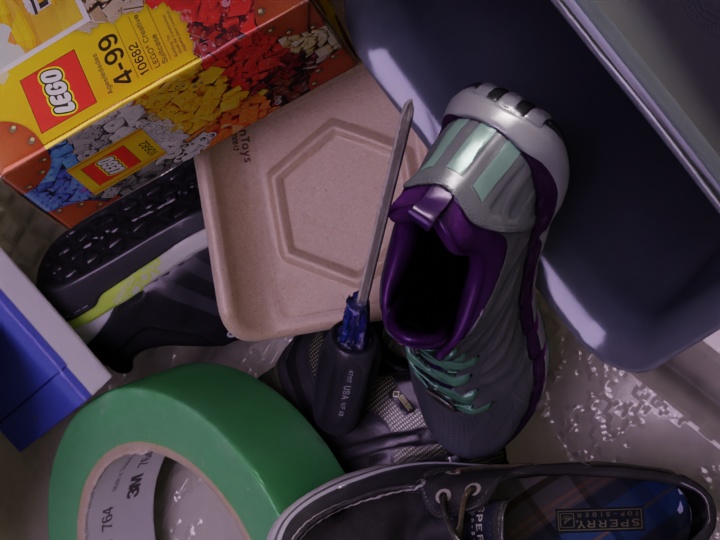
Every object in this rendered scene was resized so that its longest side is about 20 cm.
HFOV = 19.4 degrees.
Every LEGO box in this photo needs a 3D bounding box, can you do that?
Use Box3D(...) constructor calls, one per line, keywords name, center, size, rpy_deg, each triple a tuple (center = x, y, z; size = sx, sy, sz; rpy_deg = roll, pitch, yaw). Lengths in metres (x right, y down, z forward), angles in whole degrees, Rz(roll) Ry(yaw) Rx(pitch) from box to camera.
Box3D(name="LEGO box", center=(-0.112, -0.145, 0.902), size=(0.148, 0.077, 0.201), rpy_deg=(-29, 68, 7))

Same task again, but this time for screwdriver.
Box3D(name="screwdriver", center=(0.000, 0.000, 0.888), size=(0.029, 0.028, 0.201), rpy_deg=(24, 137, 16))

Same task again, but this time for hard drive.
Box3D(name="hard drive", center=(-0.213, -0.003, 1.041), size=(0.200, 0.025, 0.132), rpy_deg=(49, 153, -4))

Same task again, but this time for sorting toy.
Box3D(name="sorting toy", center=(0.022, -0.074, 0.946), size=(0.198, 0.036, 0.187), rpy_deg=(-10, 87, 0))

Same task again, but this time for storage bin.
Box3D(name="storage bin", center=(0.111, -0.080, 0.871), size=(0.201, 0.134, 0.146), rpy_deg=(52, 149, 2))

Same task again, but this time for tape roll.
Box3D(name="tape roll", center=(-0.072, 0.147, 1.006), size=(0.199, 0.048, 0.202), rpy_deg=(19, 118, 42))

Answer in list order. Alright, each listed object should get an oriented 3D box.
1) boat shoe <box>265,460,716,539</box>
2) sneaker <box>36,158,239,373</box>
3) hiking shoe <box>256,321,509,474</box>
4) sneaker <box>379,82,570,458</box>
Box3D(name="boat shoe", center=(0.059, 0.114, 0.903), size=(0.198, 0.066, 0.071), rpy_deg=(0, 78, -9))
Box3D(name="sneaker", center=(-0.064, -0.010, 1.027), size=(0.199, 0.072, 0.083), rpy_deg=(-24, 124, 17))
Box3D(name="hiking shoe", center=(0.038, 0.088, 0.970), size=(0.200, 0.076, 0.101), rpy_deg=(41, 114, 18))
Box3D(name="sneaker", center=(0.031, 0.020, 0.855), size=(0.074, 0.088, 0.201), rpy_deg=(25, 140, 23))
